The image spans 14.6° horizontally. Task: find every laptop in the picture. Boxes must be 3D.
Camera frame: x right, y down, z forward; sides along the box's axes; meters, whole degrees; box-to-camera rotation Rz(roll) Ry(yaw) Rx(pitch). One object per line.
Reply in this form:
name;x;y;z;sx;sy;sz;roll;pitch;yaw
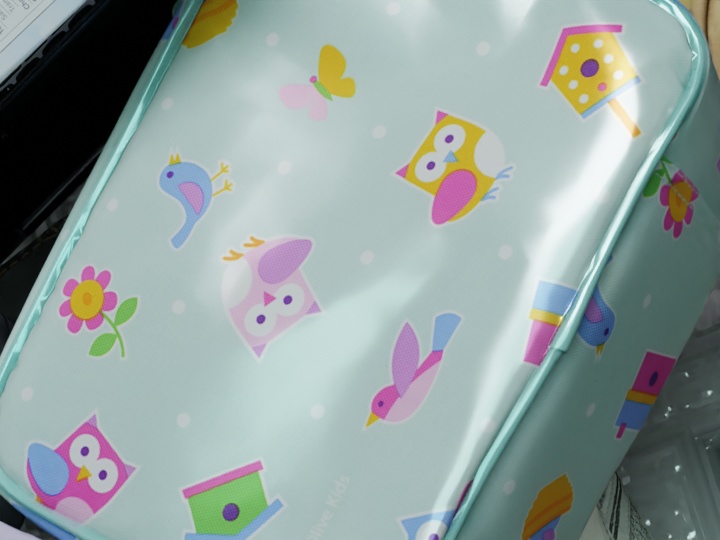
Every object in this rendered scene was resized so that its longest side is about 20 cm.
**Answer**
laptop;-0.094;-0.097;0.823;0.187;0.116;0.200;-44;50;2

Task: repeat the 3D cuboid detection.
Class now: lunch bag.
lunch bag;0.000;0.000;0.729;0.160;0.077;0.201;24;80;29

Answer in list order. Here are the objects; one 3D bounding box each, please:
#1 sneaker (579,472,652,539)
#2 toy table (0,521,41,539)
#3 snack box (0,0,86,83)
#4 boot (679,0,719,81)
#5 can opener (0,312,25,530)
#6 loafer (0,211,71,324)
sneaker;0.053;0.098;0.760;0.078;0.082;0.201;-34;49;16
toy table;-0.107;0.151;0.694;0.199;0.117;0.185;20;124;12
snack box;-0.104;-0.111;0.781;0.142;0.053;0.200;-41;21;8
boot;0.195;-0.022;0.752;0.199;0.066;0.176;-18;78;13
can opener;-0.151;0.074;0.804;0.200;0.078;0.064;-48;31;45
loafer;-0.067;0.007;0.838;0.199;0.073;0.073;-24;45;7
